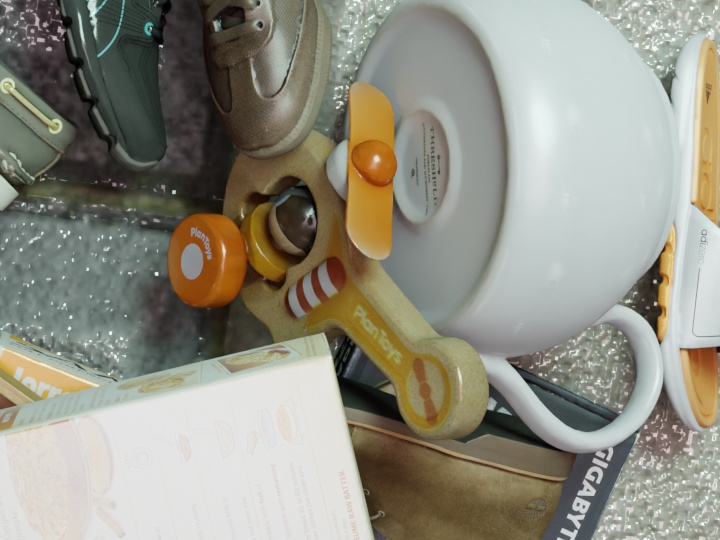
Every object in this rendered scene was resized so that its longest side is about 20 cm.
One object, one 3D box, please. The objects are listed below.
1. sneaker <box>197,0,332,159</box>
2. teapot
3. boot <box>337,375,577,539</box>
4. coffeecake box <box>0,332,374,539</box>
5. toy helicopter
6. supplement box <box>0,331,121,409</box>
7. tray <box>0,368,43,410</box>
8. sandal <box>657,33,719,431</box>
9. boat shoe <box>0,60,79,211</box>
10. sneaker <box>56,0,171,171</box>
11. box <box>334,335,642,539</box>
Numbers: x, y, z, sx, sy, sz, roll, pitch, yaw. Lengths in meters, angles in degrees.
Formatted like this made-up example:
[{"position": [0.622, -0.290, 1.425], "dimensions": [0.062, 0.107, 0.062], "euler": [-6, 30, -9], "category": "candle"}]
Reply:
[{"position": [-0.064, -0.153, 1.007], "dimensions": [0.070, 0.075, 0.201], "euler": [-17, 67, 33], "category": "sneaker"}, {"position": [0.090, -0.046, 1.021], "dimensions": [0.145, 0.198, 0.201], "euler": [1, 127, -30], "category": "teapot"}, {"position": [0.004, 0.095, 1.021], "dimensions": [0.199, 0.074, 0.076], "euler": [17, 102, -10], "category": "boot"}, {"position": [-0.094, 0.129, 0.932], "dimensions": [0.199, 0.073, 0.154], "euler": [-13, 97, -2], "category": "coffeecake box"}, {"position": [0.000, 0.000, 0.985], "dimensions": [0.079, 0.200, 0.133], "euler": [1, 125, -43], "category": "toy helicopter"}, {"position": [-0.161, 0.147, 1.041], "dimensions": [0.125, 0.074, 0.201], "euler": [21, 90, -8], "category": "supplement box"}, {"position": [-0.193, 0.092, 0.980], "dimensions": [0.200, 0.037, 0.099], "euler": [37, 89, -5], "category": "tray"}, {"position": [0.191, -0.019, 1.072], "dimensions": [0.059, 0.079, 0.208], "euler": [2, 93, 23], "category": "sandal"}, {"position": [-0.219, -0.124, 1.017], "dimensions": [0.060, 0.072, 0.202], "euler": [-39, 104, -6], "category": "boat shoe"}, {"position": [-0.118, -0.150, 1.027], "dimensions": [0.079, 0.075, 0.201], "euler": [-15, 96, -9], "category": "sneaker"}, {"position": [0.033, 0.137, 1.082], "dimensions": [0.158, 0.046, 0.201], "euler": [25, 90, -9], "category": "box"}]
